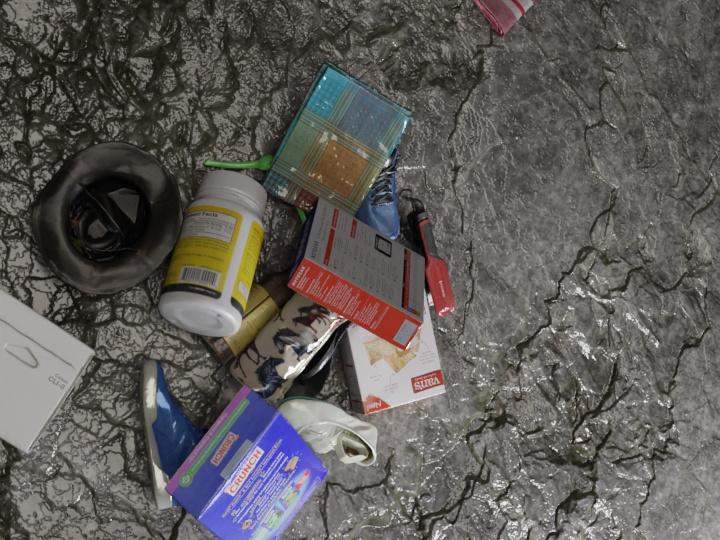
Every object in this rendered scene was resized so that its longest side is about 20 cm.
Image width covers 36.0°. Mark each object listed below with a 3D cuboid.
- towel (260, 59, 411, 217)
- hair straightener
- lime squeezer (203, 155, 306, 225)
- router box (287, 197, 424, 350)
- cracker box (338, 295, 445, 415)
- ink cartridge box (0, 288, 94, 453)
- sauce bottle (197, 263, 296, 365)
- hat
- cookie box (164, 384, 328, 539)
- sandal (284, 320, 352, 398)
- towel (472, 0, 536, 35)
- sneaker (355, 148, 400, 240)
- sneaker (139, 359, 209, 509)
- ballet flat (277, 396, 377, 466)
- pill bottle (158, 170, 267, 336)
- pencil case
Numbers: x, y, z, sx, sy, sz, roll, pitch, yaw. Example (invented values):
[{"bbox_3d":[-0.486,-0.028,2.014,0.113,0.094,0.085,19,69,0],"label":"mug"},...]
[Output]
[{"bbox_3d":[-0.034,-0.169,1.542,0.145,0.022,0.202,27,104,-12],"label":"towel"},{"bbox_3d":[0.089,-0.033,1.633,0.041,0.077,0.202,-26,115,-10],"label":"hair straightener"},{"bbox_3d":[-0.123,-0.117,1.576,0.199,0.038,0.071,39,75,-16],"label":"lime squeezer"},{"bbox_3d":[0.000,0.000,1.486,0.178,0.201,0.049,29,114,-9],"label":"router box"},{"bbox_3d":[0.037,0.096,1.616,0.132,0.058,0.203,-13,93,-20],"label":"cracker box"},{"bbox_3d":[-0.433,0.117,1.359,0.145,0.200,0.146,35,76,-15],"label":"ink cartridge box"},{"bbox_3d":[-0.134,0.049,1.549,0.199,0.065,0.065,-38,101,-17],"label":"sauce bottle"},{"bbox_3d":[-0.332,-0.067,1.472,0.197,0.081,0.204,0,89,-11],"label":"hat"},{"bbox_3d":[-0.146,0.276,1.470,0.172,0.075,0.201,-51,147,-16],"label":"cookie box"},{"bbox_3d":[-0.060,0.098,1.555,0.075,0.043,0.202,29,98,7],"label":"sandal"},{"bbox_3d":[0.241,-0.489,1.742,0.200,0.023,0.144,-47,104,-17],"label":"towel"},{"bbox_3d":[0.016,-0.137,1.602,0.078,0.089,0.203,-16,93,-19],"label":"sneaker"},{"bbox_3d":[-0.235,0.214,1.494,0.110,0.077,0.203,-8,94,-15],"label":"sneaker"},{"bbox_3d":[-0.037,0.228,1.535,0.199,0.069,0.070,30,75,-48],"label":"ballet flat"},{"bbox_3d":[-0.193,-0.024,1.486,0.113,0.114,0.203,22,64,-18],"label":"pill bottle"},{"bbox_3d":[-0.083,0.090,1.505,0.089,0.078,0.200,44,95,8],"label":"pencil case"}]
